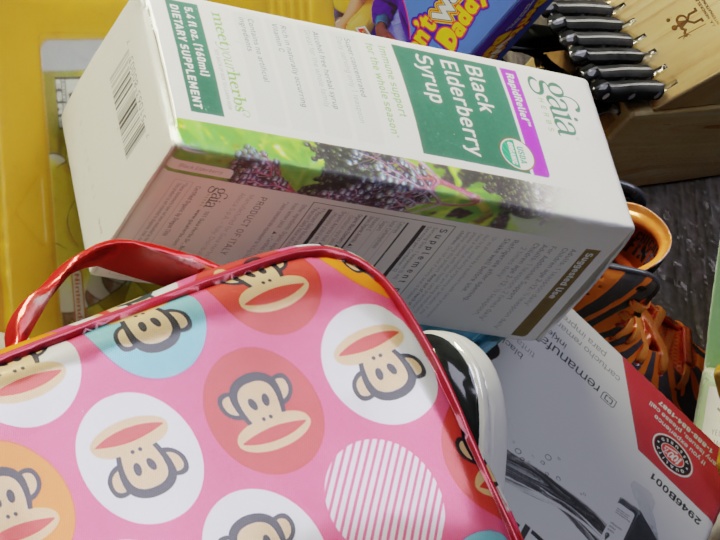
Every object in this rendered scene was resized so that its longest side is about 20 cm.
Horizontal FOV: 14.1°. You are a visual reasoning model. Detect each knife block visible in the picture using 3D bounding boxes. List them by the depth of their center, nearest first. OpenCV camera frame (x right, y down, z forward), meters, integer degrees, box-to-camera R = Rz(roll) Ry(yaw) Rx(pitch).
[{"bbox_3d":[0.113,-0.077,1.461,0.064,0.176,0.200,60,-4,20],"label":"knife block"}]

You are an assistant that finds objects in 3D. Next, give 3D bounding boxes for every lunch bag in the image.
[{"bbox_3d":[-0.059,0.074,0.940,0.200,0.082,0.176,-18,74,-32],"label":"lunch bag"}]

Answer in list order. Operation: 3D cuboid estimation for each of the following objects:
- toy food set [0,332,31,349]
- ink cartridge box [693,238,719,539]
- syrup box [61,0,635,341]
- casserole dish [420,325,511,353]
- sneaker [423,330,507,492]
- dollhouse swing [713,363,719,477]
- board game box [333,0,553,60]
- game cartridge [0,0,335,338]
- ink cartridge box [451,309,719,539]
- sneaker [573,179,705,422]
[{"bbox_3d":[-0.172,0.096,0.956,0.143,0.060,0.200,14,56,-25],"label":"toy food set"},{"bbox_3d":[0.217,0.053,1.327,0.145,0.048,0.200,6,95,-40],"label":"ink cartridge box"},{"bbox_3d":[-0.004,-0.037,1.096,0.200,0.081,0.079,9,49,-29],"label":"syrup box"},{"bbox_3d":[0.000,0.000,1.156,0.121,0.039,0.200,43,39,9],"label":"casserole dish"},{"bbox_3d":[-0.027,0.111,1.031,0.112,0.200,0.073,11,17,-47],"label":"sneaker"},{"bbox_3d":[0.286,0.102,1.244,0.182,0.176,0.200,-34,119,-36],"label":"dollhouse swing"},{"bbox_3d":[0.012,-0.142,1.308,0.134,0.200,0.045,51,38,10],"label":"board game box"},{"bbox_3d":[-0.077,-0.026,1.155,0.200,0.032,0.176,-5,91,-47],"label":"game cartridge"},{"bbox_3d":[0.056,0.108,1.198,0.144,0.084,0.200,43,38,-6],"label":"ink cartridge box"},{"bbox_3d":[0.123,0.027,1.315,0.200,0.112,0.078,19,44,-28],"label":"sneaker"}]
